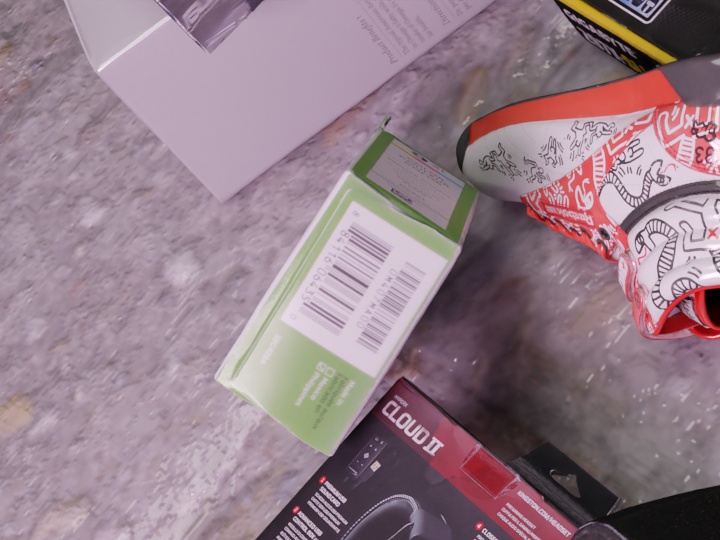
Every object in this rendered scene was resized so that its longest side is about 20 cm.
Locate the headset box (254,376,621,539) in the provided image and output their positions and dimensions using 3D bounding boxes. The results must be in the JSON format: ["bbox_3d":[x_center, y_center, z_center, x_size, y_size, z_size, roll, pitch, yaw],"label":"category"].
[{"bbox_3d":[0.020,0.151,0.956,0.200,0.077,0.149,-47,43,-5],"label":"headset box"}]

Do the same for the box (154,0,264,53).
[{"bbox_3d":[-0.069,-0.211,1.150,0.161,0.049,0.200,-45,42,2],"label":"box"}]

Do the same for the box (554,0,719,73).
[{"bbox_3d":[0.203,-0.158,1.080,0.200,0.049,0.160,-47,42,-3],"label":"box"}]

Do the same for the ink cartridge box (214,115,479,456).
[{"bbox_3d":[0.000,0.000,1.050,0.104,0.059,0.200,-57,2,11],"label":"ink cartridge box"}]

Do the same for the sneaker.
[{"bbox_3d":[0.110,-0.021,1.026,0.201,0.067,0.109,-13,76,53],"label":"sneaker"}]

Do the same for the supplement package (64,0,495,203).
[{"bbox_3d":[-0.038,-0.155,1.204,0.199,0.117,0.118,-35,44,8],"label":"supplement package"}]

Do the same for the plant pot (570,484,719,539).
[{"bbox_3d":[0.132,0.178,0.739,0.200,0.177,0.201,39,104,47],"label":"plant pot"}]
